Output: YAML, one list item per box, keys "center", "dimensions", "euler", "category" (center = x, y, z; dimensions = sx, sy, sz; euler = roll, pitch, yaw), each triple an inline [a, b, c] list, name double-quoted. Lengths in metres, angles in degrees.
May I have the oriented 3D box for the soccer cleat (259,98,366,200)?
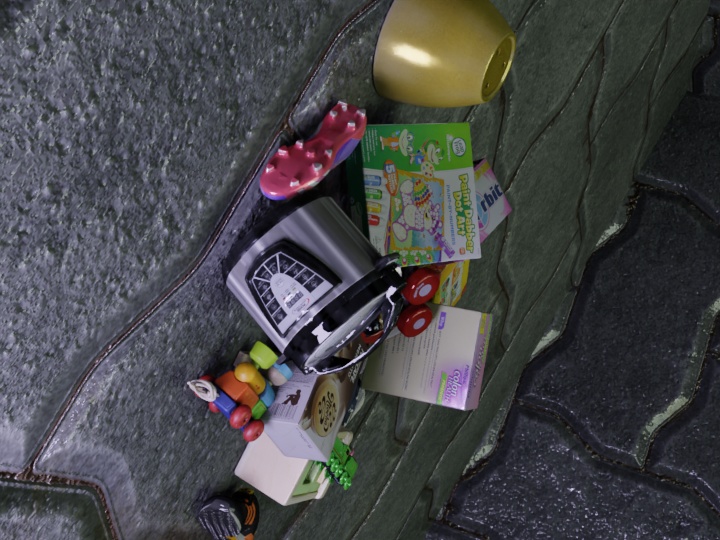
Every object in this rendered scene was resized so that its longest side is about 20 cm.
- center: [-0.057, -0.139, 1.262]
  dimensions: [0.200, 0.067, 0.076]
  euler: [-50, 163, -36]
  category: "soccer cleat"

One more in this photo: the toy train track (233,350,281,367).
- center: [-0.127, 0.138, 1.487]
  dimensions: [0.115, 0.033, 0.200]
  euler: [-64, 159, 4]
  category: "toy train track"

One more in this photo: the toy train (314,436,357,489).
- center: [-0.042, 0.293, 1.578]
  dimensions: [0.056, 0.042, 0.200]
  euler: [-63, 157, -22]
  category: "toy train"

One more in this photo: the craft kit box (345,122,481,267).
- center: [0.075, -0.105, 1.404]
  dimensions: [0.197, 0.049, 0.200]
  euler: [-8, 93, -37]
  category: "craft kit box"

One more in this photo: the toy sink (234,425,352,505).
- center: [-0.097, 0.300, 1.657]
  dimensions: [0.130, 0.112, 0.200]
  euler: [-63, 160, 2]
  category: "toy sink"

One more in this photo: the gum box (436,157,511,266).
- center: [0.180, -0.104, 1.804]
  dimensions: [0.200, 0.066, 0.114]
  euler: [-44, 111, -42]
  category: "gum box"

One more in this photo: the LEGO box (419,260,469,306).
- center: [0.144, 0.011, 1.932]
  dimensions: [0.149, 0.077, 0.200]
  euler: [-51, 157, -30]
  category: "LEGO box"

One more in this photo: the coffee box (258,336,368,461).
- center: [-0.069, 0.165, 1.480]
  dimensions: [0.113, 0.080, 0.200]
  euler: [61, 41, -45]
  category: "coffee box"

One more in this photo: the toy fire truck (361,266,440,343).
- center: [0.030, 0.048, 1.687]
  dimensions: [0.168, 0.112, 0.200]
  euler: [-21, 140, -27]
  category: "toy fire truck"

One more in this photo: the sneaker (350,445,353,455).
- center: [-0.087, 0.382, 1.865]
  dimensions: [0.095, 0.079, 0.200]
  euler: [-59, 162, 25]
  category: "sneaker"

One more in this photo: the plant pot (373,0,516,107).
- center: [0.130, -0.307, 1.387]
  dimensions: [0.200, 0.142, 0.200]
  euler: [-50, 156, -31]
  category: "plant pot"

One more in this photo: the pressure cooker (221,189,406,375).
- center: [-0.047, 0.022, 1.227]
  dimensions: [0.179, 0.200, 0.176]
  euler: [-36, 171, -25]
  category: "pressure cooker"

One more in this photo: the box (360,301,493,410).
- center: [0.121, 0.145, 1.810]
  dimensions: [0.097, 0.200, 0.176]
  euler: [13, 87, -68]
  category: "box"

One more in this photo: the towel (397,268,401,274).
- center: [0.000, 0.000, 1.527]
  dimensions: [0.132, 0.034, 0.200]
  euler: [-24, 135, -24]
  category: "towel"

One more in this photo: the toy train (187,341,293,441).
- center: [-0.155, 0.140, 1.323]
  dimensions: [0.116, 0.085, 0.200]
  euler: [-49, 157, -14]
  category: "toy train"

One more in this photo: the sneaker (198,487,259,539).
- center: [-0.201, 0.376, 1.585]
  dimensions: [0.200, 0.070, 0.090]
  euler: [84, 23, -58]
  category: "sneaker"

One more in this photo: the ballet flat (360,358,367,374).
- center: [-0.053, 0.195, 1.696]
  dimensions: [0.200, 0.072, 0.072]
  euler: [-41, 151, -45]
  category: "ballet flat"

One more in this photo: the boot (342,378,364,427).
- center: [-0.059, 0.260, 1.782]
  dimensions: [0.200, 0.073, 0.090]
  euler: [-60, 155, -32]
  category: "boot"
